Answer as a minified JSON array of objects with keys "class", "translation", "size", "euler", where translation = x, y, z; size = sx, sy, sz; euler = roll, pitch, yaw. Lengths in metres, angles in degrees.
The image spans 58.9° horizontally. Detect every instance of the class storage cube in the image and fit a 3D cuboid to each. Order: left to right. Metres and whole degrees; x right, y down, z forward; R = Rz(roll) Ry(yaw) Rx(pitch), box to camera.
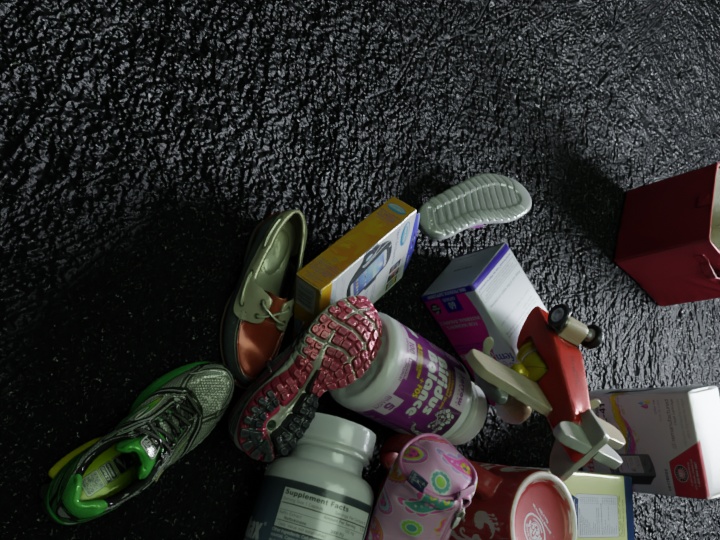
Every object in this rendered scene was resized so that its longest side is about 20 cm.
[{"class":"storage cube","translation":[0.602,-0.058,1.176],"size":[0.171,0.179,0.201],"euler":[36,61,-25]}]

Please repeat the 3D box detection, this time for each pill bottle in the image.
[{"class":"pill bottle","translation":[-0.051,0.253,0.643],"size":[0.119,0.119,0.201],"euler":[30,62,-28]},{"class":"pill bottle","translation":[0.062,0.137,0.755],"size":[0.200,0.112,0.113],"euler":[33,61,-36]}]

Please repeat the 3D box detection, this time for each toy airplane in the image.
[{"class":"toy airplane","translation":[0.219,0.154,0.750],"size":[0.199,0.141,0.201],"euler":[-20,76,-50]}]

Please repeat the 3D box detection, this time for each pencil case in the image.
[{"class":"pencil case","translation":[0.052,0.263,0.647],"size":[0.087,0.087,0.201],"euler":[-6,126,-38]}]

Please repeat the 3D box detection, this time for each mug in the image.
[{"class":"mug","translation":[0.112,0.270,0.711],"size":[0.177,0.200,0.134],"euler":[28,64,-29]}]

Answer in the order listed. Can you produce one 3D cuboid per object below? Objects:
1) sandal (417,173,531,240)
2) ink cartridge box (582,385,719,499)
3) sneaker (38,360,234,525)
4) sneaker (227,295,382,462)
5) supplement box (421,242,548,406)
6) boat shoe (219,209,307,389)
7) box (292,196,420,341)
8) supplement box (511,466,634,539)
[{"class":"sandal","translation":[0.161,-0.092,0.938],"size":[0.202,0.050,0.083],"euler":[-15,73,-26]},{"class":"ink cartridge box","translation":[0.430,0.253,0.955],"size":[0.085,0.200,0.148],"euler":[-1,79,-36]},{"class":"sneaker","translation":[-0.188,0.157,0.586],"size":[0.200,0.085,0.078],"euler":[-43,105,-37]},{"class":"sneaker","translation":[-0.059,0.098,0.653],"size":[0.200,0.075,0.081],"euler":[-43,110,-21]},{"class":"supplement box","translation":[0.192,0.079,0.881],"size":[0.103,0.101,0.200],"euler":[-44,106,-35]},{"class":"boat shoe","translation":[-0.101,0.028,0.698],"size":[0.071,0.062,0.201],"euler":[23,67,-33]},{"class":"box","translation":[0.000,0.000,0.749],"size":[0.041,0.119,0.200],"euler":[31,49,20]},{"class":"supplement box","translation":[0.241,0.361,0.827],"size":[0.199,0.134,0.201],"euler":[15,70,-34]}]
